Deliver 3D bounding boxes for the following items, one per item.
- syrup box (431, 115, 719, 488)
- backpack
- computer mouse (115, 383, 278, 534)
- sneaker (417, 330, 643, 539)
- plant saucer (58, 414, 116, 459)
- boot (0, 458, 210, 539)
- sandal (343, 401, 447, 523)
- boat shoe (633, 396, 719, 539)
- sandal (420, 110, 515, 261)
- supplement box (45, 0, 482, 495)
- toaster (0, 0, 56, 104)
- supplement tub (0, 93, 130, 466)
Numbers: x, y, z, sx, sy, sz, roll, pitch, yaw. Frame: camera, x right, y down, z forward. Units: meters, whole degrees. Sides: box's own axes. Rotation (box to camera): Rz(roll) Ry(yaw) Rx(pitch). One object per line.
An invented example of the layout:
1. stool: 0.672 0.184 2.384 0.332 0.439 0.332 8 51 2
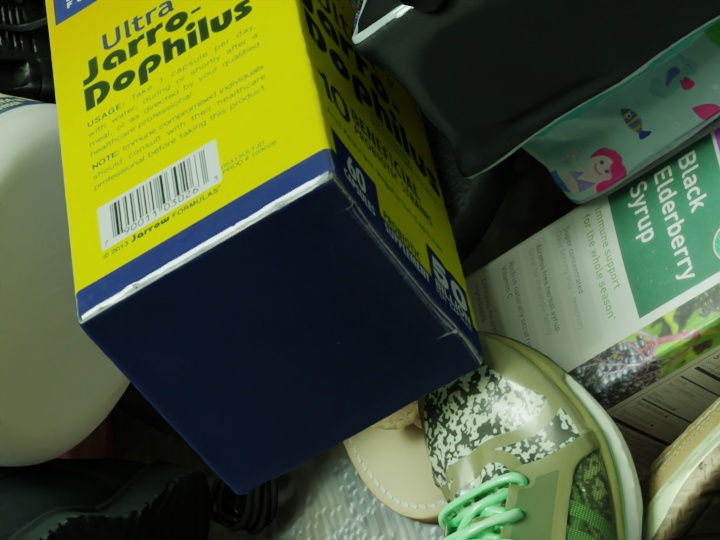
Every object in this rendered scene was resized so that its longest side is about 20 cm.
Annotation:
1. syrup box: 0.118 0.014 1.079 0.199 0.081 0.079 -33 52 29
2. backpack: 0.093 -0.139 1.071 0.177 0.150 0.201 -34 30 26
3. computer mouse: -0.094 0.009 1.227 0.200 0.046 0.141 50 139 26
4. sneaker: 0.053 0.106 0.997 0.077 0.088 0.201 -39 57 32
5. plant saucer: -0.182 0.105 1.339 0.200 0.051 0.202 -19 60 36
6. boot: -0.172 0.112 1.169 0.167 0.200 0.077 8 105 19
7. sandal: -0.004 0.003 1.206 0.077 0.069 0.213 -29 53 30
8. boat shoe: 0.108 0.102 1.061 0.200 0.071 0.076 -53 33 11
9. sandal: 0.040 -0.056 1.179 0.076 0.043 0.201 -21 33 28
10. supplement box: -0.040 -0.038 1.077 0.109 0.109 0.201 -29 39 14
11. toaster: -0.169 -0.143 1.328 0.118 0.180 0.201 -22 75 48
12. supplement tub: -0.197 -0.009 1.187 0.199 0.145 0.146 13 80 33
